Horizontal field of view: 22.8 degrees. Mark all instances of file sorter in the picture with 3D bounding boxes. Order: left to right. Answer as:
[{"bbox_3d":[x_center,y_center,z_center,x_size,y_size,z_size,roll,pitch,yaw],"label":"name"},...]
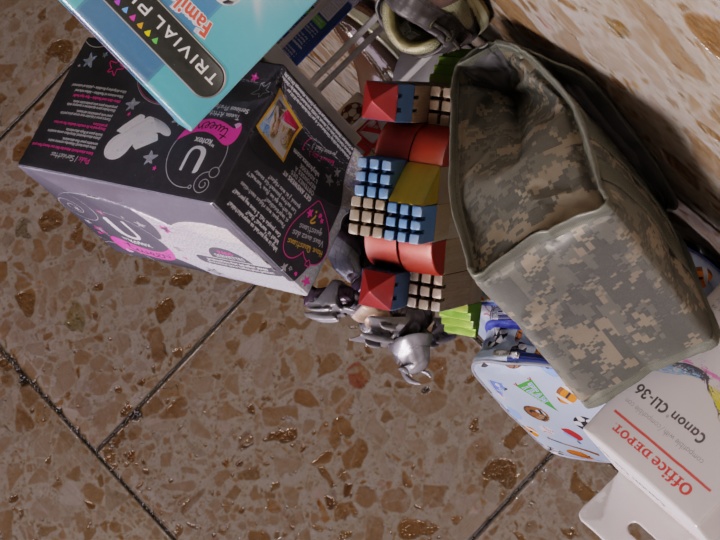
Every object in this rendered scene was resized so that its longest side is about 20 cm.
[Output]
[{"bbox_3d":[-0.049,-0.211,1.287,0.200,0.125,0.139,46,177,-22],"label":"file sorter"}]

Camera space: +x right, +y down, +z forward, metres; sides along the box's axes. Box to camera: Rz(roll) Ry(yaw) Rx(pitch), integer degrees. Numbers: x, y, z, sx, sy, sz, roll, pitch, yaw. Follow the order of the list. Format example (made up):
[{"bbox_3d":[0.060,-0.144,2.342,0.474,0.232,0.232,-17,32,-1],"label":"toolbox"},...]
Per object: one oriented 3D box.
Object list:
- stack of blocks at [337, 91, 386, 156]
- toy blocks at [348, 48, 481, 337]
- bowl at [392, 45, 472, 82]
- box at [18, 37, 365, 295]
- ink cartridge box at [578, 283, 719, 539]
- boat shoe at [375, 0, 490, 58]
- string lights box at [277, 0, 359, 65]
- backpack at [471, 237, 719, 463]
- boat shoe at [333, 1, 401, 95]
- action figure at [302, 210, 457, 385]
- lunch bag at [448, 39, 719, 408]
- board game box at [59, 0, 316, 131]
[{"bbox_3d":[0.050,-0.044,1.452,0.115,0.059,0.200,42,175,40],"label":"stack of blocks"},{"bbox_3d":[0.042,-0.050,1.213,0.099,0.202,0.136,10,-171,25],"label":"toy blocks"},{"bbox_3d":[0.096,-0.096,1.414,0.200,0.075,0.200,46,176,5],"label":"bowl"},{"bbox_3d":[-0.117,-0.072,1.260,0.199,0.115,0.132,14,158,39],"label":"box"},{"bbox_3d":[0.228,0.103,1.143,0.116,0.200,0.068,40,175,45],"label":"ink cartridge box"},{"bbox_3d":[0.040,-0.173,1.161,0.073,0.065,0.200,40,179,8],"label":"boat shoe"},{"bbox_3d":[-0.095,-0.192,1.435,0.103,0.200,0.059,45,177,-5],"label":"string lights box"},{"bbox_3d":[0.185,0.050,1.300,0.189,0.155,0.200,-7,146,39],"label":"backpack"},{"bbox_3d":[0.029,-0.147,1.544,0.202,0.075,0.075,46,178,-25],"label":"boat shoe"},{"bbox_3d":[0.000,0.000,1.316,0.130,0.069,0.201,16,-139,-61],"label":"action figure"},{"bbox_3d":[0.135,-0.043,1.153,0.164,0.117,0.201,47,-158,-40],"label":"lunch bag"},{"bbox_3d":[-0.095,-0.215,1.142,0.151,0.200,0.047,45,176,-21],"label":"board game box"}]
